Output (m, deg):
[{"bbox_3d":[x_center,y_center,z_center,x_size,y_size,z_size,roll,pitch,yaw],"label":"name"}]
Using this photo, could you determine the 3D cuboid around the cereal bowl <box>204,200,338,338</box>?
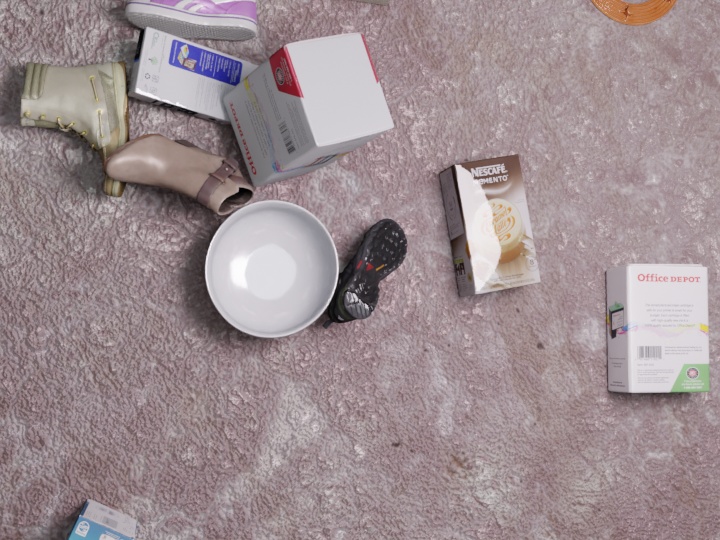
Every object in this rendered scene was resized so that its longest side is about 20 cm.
[{"bbox_3d":[-0.133,0.001,1.451,0.196,0.083,0.204,1,83,-9],"label":"cereal bowl"}]

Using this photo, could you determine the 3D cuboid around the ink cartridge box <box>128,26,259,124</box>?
[{"bbox_3d":[-0.241,-0.282,1.456,0.197,0.039,0.102,14,82,-30],"label":"ink cartridge box"}]

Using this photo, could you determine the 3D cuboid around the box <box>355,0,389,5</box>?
[{"bbox_3d":[-0.043,-0.472,1.516,0.196,0.068,0.084,3,85,-11],"label":"box"}]

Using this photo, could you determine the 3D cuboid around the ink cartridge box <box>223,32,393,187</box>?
[{"bbox_3d":[-0.079,-0.229,1.408,0.143,0.199,0.148,-20,90,-36],"label":"ink cartridge box"}]

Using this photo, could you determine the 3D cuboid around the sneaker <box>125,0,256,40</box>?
[{"bbox_3d":[-0.255,-0.413,1.470,0.197,0.072,0.117,1,82,-23],"label":"sneaker"}]

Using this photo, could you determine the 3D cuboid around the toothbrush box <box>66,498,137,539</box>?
[{"bbox_3d":[-0.385,0.432,1.336,0.084,0.146,0.203,24,82,-9],"label":"toothbrush box"}]

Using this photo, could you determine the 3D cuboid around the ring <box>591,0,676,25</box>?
[{"bbox_3d":[0.463,-0.518,1.656,0.196,0.019,0.205,1,85,-12],"label":"ring"}]

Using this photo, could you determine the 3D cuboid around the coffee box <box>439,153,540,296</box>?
[{"bbox_3d":[0.201,-0.069,1.534,0.112,0.080,0.204,-10,88,-13],"label":"coffee box"}]

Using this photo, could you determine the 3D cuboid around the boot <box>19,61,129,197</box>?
[{"bbox_3d":[-0.412,-0.205,1.415,0.151,0.072,0.204,-1,81,-13],"label":"boot"}]

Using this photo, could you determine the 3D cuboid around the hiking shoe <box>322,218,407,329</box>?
[{"bbox_3d":[0.000,0.000,1.485,0.076,0.100,0.201,47,49,-17],"label":"hiking shoe"}]

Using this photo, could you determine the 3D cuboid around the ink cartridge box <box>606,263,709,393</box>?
[{"bbox_3d":[0.480,0.094,1.581,0.142,0.084,0.204,1,86,-12],"label":"ink cartridge box"}]

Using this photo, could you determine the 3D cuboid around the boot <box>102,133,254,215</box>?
[{"bbox_3d":[-0.248,-0.130,1.393,0.146,0.071,0.199,38,34,20],"label":"boot"}]
